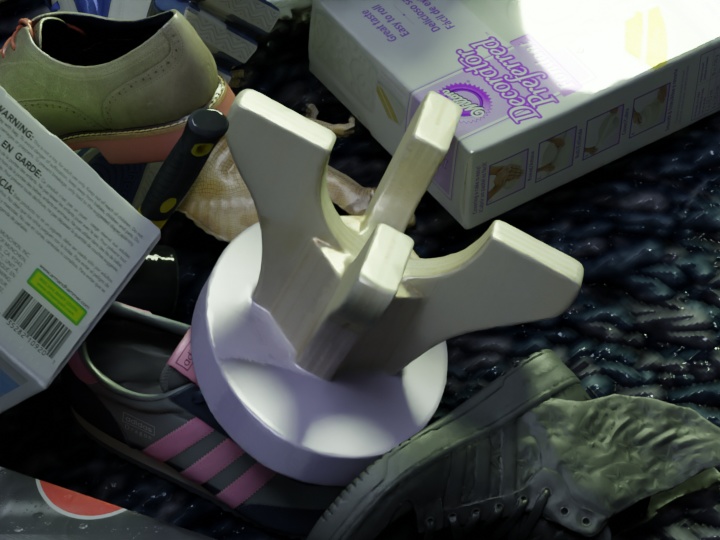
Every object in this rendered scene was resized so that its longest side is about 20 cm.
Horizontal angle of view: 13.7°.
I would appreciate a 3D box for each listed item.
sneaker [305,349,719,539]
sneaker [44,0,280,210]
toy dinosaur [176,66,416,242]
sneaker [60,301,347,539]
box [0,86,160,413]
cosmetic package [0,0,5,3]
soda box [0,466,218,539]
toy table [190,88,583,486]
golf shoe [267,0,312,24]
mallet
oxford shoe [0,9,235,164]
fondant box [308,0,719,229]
[{"bbox_3d":[0.076,0.108,1.397,0.200,0.060,0.104,-34,74,-29],"label":"sneaker"},{"bbox_3d":[-0.127,-0.107,1.541,0.115,0.081,0.200,32,90,40],"label":"sneaker"},{"bbox_3d":[-0.073,-0.052,1.558,0.199,0.058,0.101,-4,53,4],"label":"toy dinosaur"},{"bbox_3d":[-0.061,0.070,1.444,0.200,0.082,0.070,18,56,19],"label":"sneaker"},{"bbox_3d":[-0.202,0.008,1.422,0.112,0.200,0.101,42,59,-12],"label":"box"},{"bbox_3d":[-0.203,-0.212,1.671,0.200,0.105,0.071,-23,51,-13],"label":"cosmetic package"},{"bbox_3d":[-0.143,0.146,1.406,0.200,0.063,0.071,17,56,18],"label":"soda box"},{"bbox_3d":[0.000,0.000,1.423,0.183,0.117,0.200,22,33,-15],"label":"toy table"},{"bbox_3d":[-0.051,-0.176,1.617,0.199,0.078,0.097,-16,92,-9],"label":"golf shoe"},{"bbox_3d":[-0.091,-0.025,1.438,0.066,0.200,0.041,5,64,-26],"label":"mallet"},{"bbox_3d":[-0.158,-0.094,1.445,0.199,0.075,0.071,-6,36,21],"label":"oxford shoe"},{"bbox_3d":[0.094,-0.120,1.572,0.200,0.058,0.144,-26,53,-24],"label":"fondant box"}]
